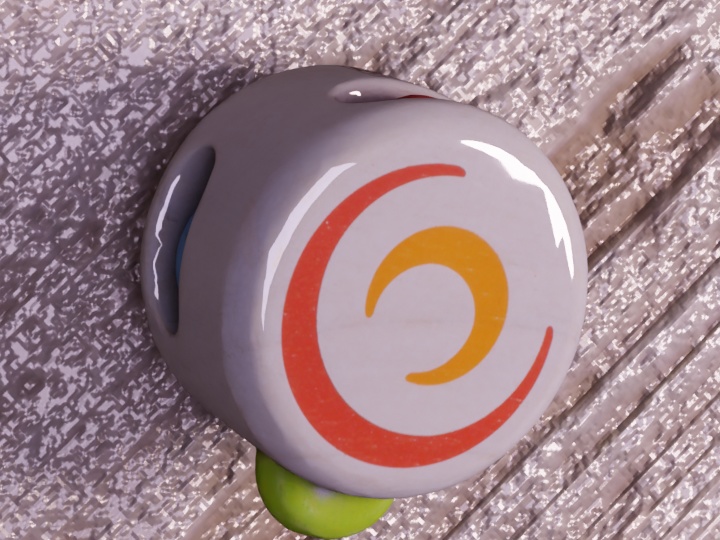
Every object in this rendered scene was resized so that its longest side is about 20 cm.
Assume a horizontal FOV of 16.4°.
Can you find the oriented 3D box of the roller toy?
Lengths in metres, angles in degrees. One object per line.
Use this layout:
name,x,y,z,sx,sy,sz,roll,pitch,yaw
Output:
roller toy,0.000,0.000,1.142,0.200,0.140,0.183,-36,117,-14
